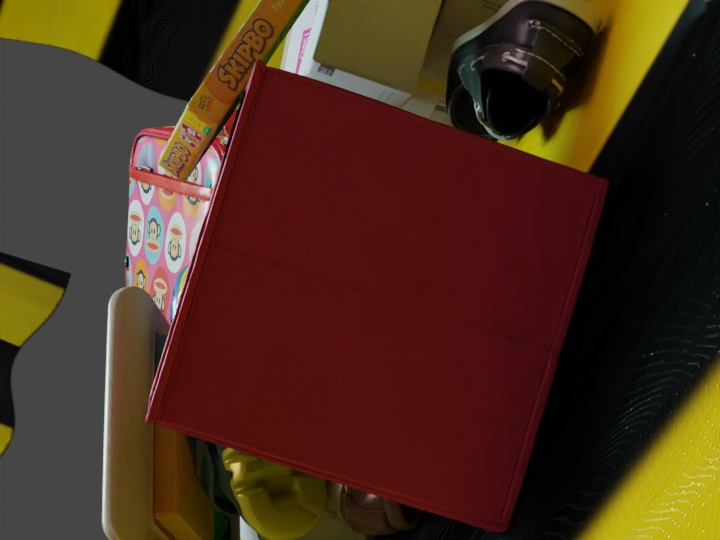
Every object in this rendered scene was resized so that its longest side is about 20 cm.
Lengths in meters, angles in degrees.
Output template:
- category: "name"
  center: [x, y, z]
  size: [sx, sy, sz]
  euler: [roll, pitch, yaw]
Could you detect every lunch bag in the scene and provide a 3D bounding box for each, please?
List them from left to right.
- category: "lunch bag"
  center: [-0.115, -0.042, 1.088]
  size: [0.200, 0.082, 0.177]
  euler: [17, 103, 60]

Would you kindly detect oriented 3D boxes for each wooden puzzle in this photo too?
- category: "wooden puzzle"
  center: [-0.121, 0.132, 0.992]
  size: [0.200, 0.037, 0.186]
  euler: [60, -157, -57]

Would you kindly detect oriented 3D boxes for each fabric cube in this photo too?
- category: "fabric cube"
  center: [-0.001, 0.018, 0.819]
  size: [0.196, 0.198, 0.201]
  euler: [174, 113, -81]

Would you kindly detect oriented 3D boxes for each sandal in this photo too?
- category: "sandal"
  center: [-0.088, 0.088, 0.963]
  size: [0.087, 0.079, 0.201]
  euler: [-34, 66, 59]

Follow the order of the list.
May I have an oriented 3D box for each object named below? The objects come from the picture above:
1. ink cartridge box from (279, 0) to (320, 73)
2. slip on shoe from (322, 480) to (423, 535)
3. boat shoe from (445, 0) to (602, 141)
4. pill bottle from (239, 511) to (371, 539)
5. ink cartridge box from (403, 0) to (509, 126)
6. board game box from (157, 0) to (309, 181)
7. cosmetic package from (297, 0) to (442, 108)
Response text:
- category: "ink cartridge box"
  center: [0.011, -0.151, 1.206]
  size: [0.075, 0.165, 0.201]
  euler: [-14, 55, 38]
- category: "slip on shoe"
  center: [0.036, 0.084, 0.969]
  size: [0.060, 0.076, 0.201]
  euler: [0, 57, 41]
- category: "boat shoe"
  center: [0.092, -0.119, 0.932]
  size: [0.200, 0.071, 0.068]
  euler: [140, 151, -74]
- category: "pill bottle"
  center: [-0.046, 0.183, 1.133]
  size: [0.200, 0.110, 0.112]
  euler: [-169, 96, -83]
- category: "ink cartridge box"
  center: [0.090, -0.195, 1.085]
  size: [0.200, 0.083, 0.146]
  euler: [118, 167, -56]
- category: "board game box"
  center: [-0.058, -0.152, 0.895]
  size: [0.200, 0.030, 0.096]
  euler: [-56, 6, -24]
- category: "cosmetic package"
  center: [0.020, -0.218, 1.022]
  size: [0.113, 0.081, 0.201]
  euler: [161, 125, -81]
